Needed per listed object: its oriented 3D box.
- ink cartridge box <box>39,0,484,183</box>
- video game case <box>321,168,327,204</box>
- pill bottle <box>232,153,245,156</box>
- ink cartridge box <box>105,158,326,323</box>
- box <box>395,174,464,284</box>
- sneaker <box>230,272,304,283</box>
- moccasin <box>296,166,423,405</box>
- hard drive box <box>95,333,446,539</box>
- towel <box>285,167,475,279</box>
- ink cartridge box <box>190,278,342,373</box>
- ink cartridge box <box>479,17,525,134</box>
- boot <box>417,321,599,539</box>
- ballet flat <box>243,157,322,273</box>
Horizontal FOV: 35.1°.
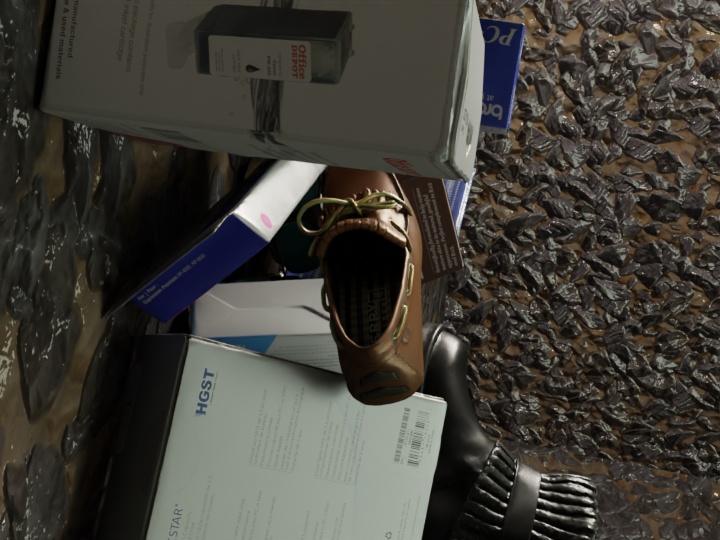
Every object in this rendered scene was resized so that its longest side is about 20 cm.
[{"bbox_3d":[-0.039,-0.101,0.583,0.146,0.198,0.086,-5,105,-81],"label":"ink cartridge box"},{"bbox_3d":[0.000,0.000,0.941,0.183,0.023,0.201,83,-11,-58],"label":"video game case"},{"bbox_3d":[-0.048,-0.144,0.763,0.200,0.113,0.115,-56,154,-69],"label":"pill bottle"},{"bbox_3d":[-0.087,-0.024,0.735,0.094,0.037,0.200,-36,-171,23],"label":"ink cartridge box"},{"bbox_3d":[0.020,-0.072,1.025,0.200,0.074,0.101,-121,-167,-60],"label":"box"},{"bbox_3d":[-0.054,0.042,0.964,0.200,0.098,0.070,-48,145,-75],"label":"sneaker"},{"bbox_3d":[0.000,-0.011,0.746,0.078,0.073,0.203,71,16,-46],"label":"moccasin"},{"bbox_3d":[-0.055,0.138,0.736,0.077,0.199,0.157,-3,-108,57],"label":"hard drive box"},{"bbox_3d":[0.014,-0.026,1.102,0.024,0.199,0.145,55,33,-30],"label":"towel"},{"bbox_3d":[-0.069,0.107,0.861,0.068,0.114,0.201,-102,-167,-53],"label":"ink cartridge box"},{"bbox_3d":[0.042,-0.185,1.020,0.044,0.198,0.095,3,96,-82],"label":"ink cartridge box"},{"bbox_3d":[0.105,0.145,0.880,0.080,0.156,0.213,87,10,-59],"label":"boot"},{"bbox_3d":[-0.066,-0.066,0.956,0.200,0.070,0.066,88,-13,-63],"label":"ballet flat"}]
